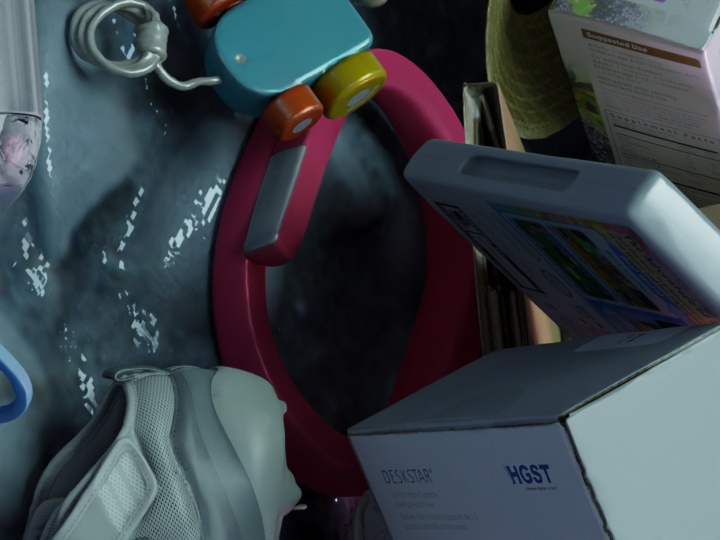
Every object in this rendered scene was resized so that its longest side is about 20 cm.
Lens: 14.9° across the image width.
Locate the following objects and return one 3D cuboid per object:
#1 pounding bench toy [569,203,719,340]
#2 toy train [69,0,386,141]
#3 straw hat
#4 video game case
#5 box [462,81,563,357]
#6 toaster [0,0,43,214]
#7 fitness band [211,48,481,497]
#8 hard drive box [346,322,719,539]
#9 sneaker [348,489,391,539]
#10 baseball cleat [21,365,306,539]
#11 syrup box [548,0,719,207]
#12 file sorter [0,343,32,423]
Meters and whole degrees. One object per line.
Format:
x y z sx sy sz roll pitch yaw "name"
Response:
0.177 0.083 1.266 0.156 0.123 0.202 30 53 -62 "pounding bench toy"
-0.044 -0.139 1.117 0.149 0.056 0.201 19 63 -6 "toy train"
0.076 -0.167 1.271 0.201 0.085 0.202 -44 147 -39 "straw hat"
0.123 0.027 1.006 0.200 0.182 0.024 43 79 -21 "video game case"
0.070 0.025 1.176 0.200 0.021 0.165 53 30 -74 "box"
-0.160 -0.076 0.842 0.113 0.200 0.130 -6 85 -18 "toaster"
0.000 0.000 1.152 0.144 0.037 0.201 53 40 -33 "fitness band"
0.094 0.129 0.968 0.076 0.156 0.201 -26 98 -27 "hard drive box"
0.008 0.134 1.054 0.200 0.074 0.100 -64 149 -49 "sneaker"
-0.073 0.134 0.977 0.106 0.070 0.202 4 79 -27 "baseball cleat"
0.153 -0.089 1.289 0.079 0.081 0.200 -63 154 -21 "syrup box"
-0.196 0.079 0.739 0.139 0.122 0.201 48 48 -33 "file sorter"
